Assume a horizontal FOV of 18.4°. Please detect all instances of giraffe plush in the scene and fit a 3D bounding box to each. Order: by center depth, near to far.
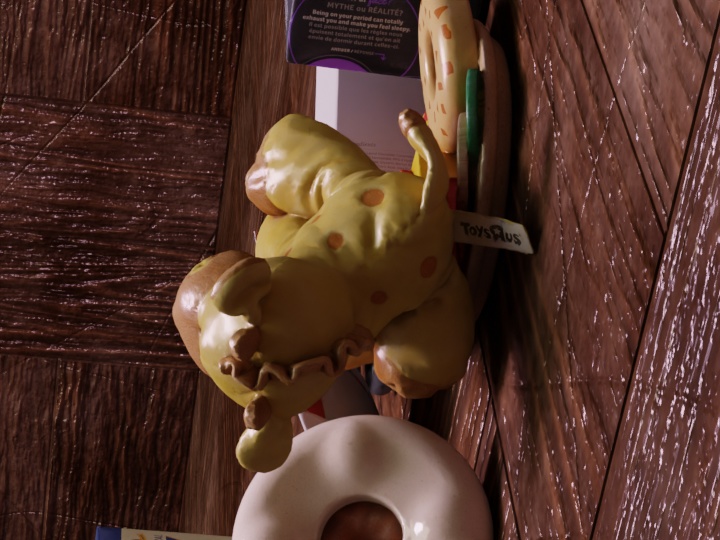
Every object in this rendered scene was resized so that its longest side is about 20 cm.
[{"bbox_3d":[-0.027,0.020,1.196,0.199,0.162,0.174,-10,112,56],"label":"giraffe plush"}]

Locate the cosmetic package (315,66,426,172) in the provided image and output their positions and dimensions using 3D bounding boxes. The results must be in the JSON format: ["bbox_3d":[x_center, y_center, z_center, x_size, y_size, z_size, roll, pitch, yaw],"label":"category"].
[{"bbox_3d":[0.013,-0.084,1.498,0.108,0.084,0.202,111,163,-67],"label":"cosmetic package"}]

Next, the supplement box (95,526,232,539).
[{"bbox_3d":[-0.140,0.346,1.927,0.134,0.198,0.202,-102,19,-66],"label":"supplement box"}]

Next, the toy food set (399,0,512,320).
[{"bbox_3d":[0.051,-0.054,1.323,0.201,0.048,0.199,104,169,-47],"label":"toy food set"}]

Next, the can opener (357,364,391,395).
[{"bbox_3d":[0.000,0.000,1.660,0.201,0.053,0.067,-94,11,-46],"label":"can opener"}]

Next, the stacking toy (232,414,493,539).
[{"bbox_3d":[0.014,0.183,1.285,0.200,0.145,0.147,69,-160,-62],"label":"stacking toy"}]

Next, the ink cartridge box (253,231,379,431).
[{"bbox_3d":[-0.015,0.081,1.451,0.162,0.050,0.202,-106,-1,-71],"label":"ink cartridge box"}]

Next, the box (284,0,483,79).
[{"bbox_3d":[0.022,-0.233,1.383,0.106,0.121,0.201,-94,12,-55],"label":"box"}]
